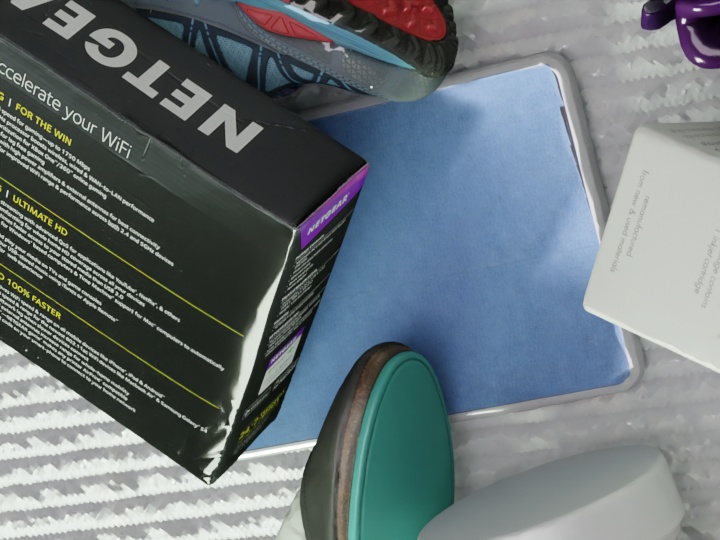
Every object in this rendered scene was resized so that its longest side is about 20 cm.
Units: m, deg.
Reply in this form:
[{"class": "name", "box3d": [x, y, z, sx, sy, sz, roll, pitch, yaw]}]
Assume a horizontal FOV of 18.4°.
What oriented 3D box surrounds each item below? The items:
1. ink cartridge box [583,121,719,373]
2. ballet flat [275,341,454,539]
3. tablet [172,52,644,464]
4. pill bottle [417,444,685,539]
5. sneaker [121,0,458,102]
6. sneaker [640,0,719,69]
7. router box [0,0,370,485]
[{"class": "ink cartridge box", "box3d": [0.187, 0.016, 0.706, 0.200, 0.116, 0.067, 26, 109, 31]}, {"class": "ballet flat", "box3d": [0.003, 0.124, 0.847, 0.068, 0.068, 0.200, 2, 106, 40]}, {"class": "tablet", "box3d": [0.000, 0.000, 0.851, 0.200, 0.014, 0.130, -12, 98, 22]}, {"class": "pill bottle", "box3d": [0.097, 0.173, 0.800, 0.116, 0.116, 0.200, -18, 96, 21]}, {"class": "sneaker", "box3d": [-0.057, -0.091, 0.829, 0.200, 0.079, 0.096, 19, 124, 18]}, {"class": "sneaker", "box3d": [0.175, -0.045, 0.701, 0.087, 0.074, 0.200, -32, 46, -10]}, {"class": "router box", "box3d": [-0.106, -0.031, 0.814, 0.200, 0.051, 0.149, 34, 138, 11]}]
